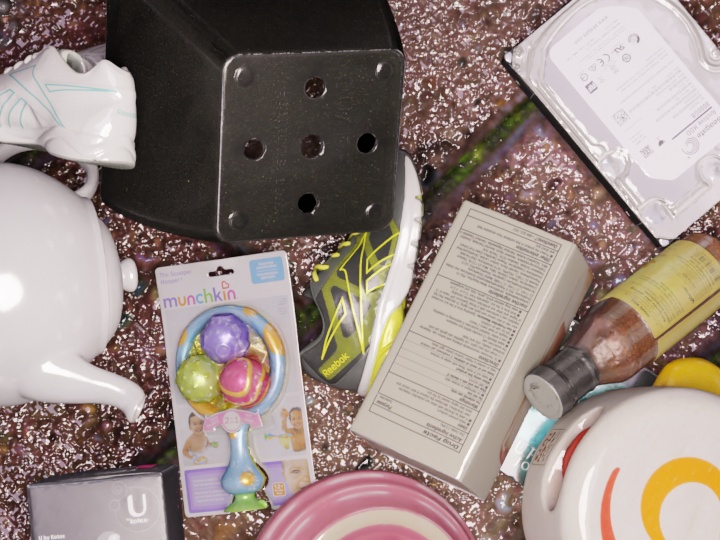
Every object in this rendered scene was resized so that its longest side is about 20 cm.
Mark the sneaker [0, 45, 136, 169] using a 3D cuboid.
[{"bbox_3d":[-0.235,-0.126,1.400,0.200,0.070,0.080,12,94,36],"label":"sneaker"}]

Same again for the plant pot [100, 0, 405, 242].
[{"bbox_3d":[-0.066,-0.118,1.370,0.199,0.177,0.200,-5,112,-23],"label":"plant pot"}]

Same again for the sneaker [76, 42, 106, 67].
[{"bbox_3d":[-0.178,-0.153,1.480,0.200,0.081,0.075,-14,116,-1],"label":"sneaker"}]

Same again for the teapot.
[{"bbox_3d":[-0.243,0.004,1.430,0.146,0.197,0.200,-7,101,-19],"label":"teapot"}]

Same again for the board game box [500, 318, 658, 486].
[{"bbox_3d":[0.190,0.132,1.495,0.200,0.028,0.135,34,88,1],"label":"board game box"}]

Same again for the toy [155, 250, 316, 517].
[{"bbox_3d":[-0.103,0.092,1.468,0.115,0.047,0.200,-8,92,19],"label":"toy"}]

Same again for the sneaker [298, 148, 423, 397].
[{"bbox_3d":[0.000,0.000,1.475,0.085,0.074,0.200,10,87,0],"label":"sneaker"}]

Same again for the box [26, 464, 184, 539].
[{"bbox_3d":[-0.185,0.253,1.438,0.106,0.122,0.200,-6,88,-1],"label":"box"}]

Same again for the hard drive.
[{"bbox_3d":[0.227,-0.136,1.504,0.140,0.038,0.200,-39,89,-2],"label":"hard drive"}]

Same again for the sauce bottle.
[{"bbox_3d":[0.206,0.043,1.445,0.200,0.066,0.066,-33,88,-29],"label":"sauce bottle"}]

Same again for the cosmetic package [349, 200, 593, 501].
[{"bbox_3d":[0.088,0.062,1.445,0.103,0.087,0.200,25,81,24],"label":"cosmetic package"}]

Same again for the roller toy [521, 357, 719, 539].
[{"bbox_3d":[0.218,0.176,1.410,0.182,0.140,0.200,-14,90,-12],"label":"roller toy"}]

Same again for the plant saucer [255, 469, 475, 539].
[{"bbox_3d":[0.009,0.255,1.448,0.200,0.051,0.201,0,90,-19],"label":"plant saucer"}]
